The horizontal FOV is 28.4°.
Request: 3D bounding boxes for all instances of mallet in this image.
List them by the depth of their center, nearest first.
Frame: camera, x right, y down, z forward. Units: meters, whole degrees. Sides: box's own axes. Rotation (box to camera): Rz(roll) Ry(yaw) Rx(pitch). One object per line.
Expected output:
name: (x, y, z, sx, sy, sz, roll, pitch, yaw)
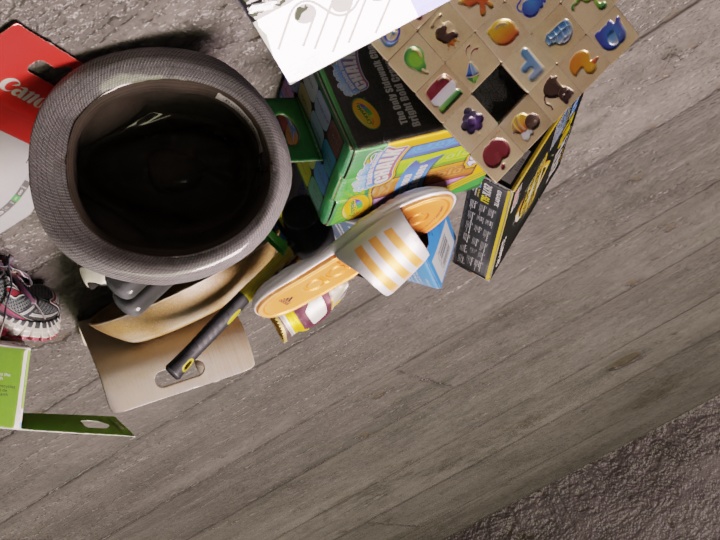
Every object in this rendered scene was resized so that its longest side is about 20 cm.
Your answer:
mallet: (-0.095, 0.023, 1.266, 0.200, 0.041, 0.066, -50, 151, -8)

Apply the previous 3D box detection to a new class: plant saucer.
plant saucer: (-0.159, 0.020, 1.337, 0.199, 0.036, 0.200, -25, -171, 4)

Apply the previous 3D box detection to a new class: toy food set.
toy food set: (-0.195, 0.076, 1.404, 0.142, 0.061, 0.200, -18, -161, -13)

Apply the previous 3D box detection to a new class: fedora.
fedora: (-0.156, -0.079, 1.103, 0.198, 0.179, 0.090, -7, -178, -12)

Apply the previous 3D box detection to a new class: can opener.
can opener: (-0.142, -0.051, 1.189, 0.200, 0.067, 0.054, -44, 153, -20)

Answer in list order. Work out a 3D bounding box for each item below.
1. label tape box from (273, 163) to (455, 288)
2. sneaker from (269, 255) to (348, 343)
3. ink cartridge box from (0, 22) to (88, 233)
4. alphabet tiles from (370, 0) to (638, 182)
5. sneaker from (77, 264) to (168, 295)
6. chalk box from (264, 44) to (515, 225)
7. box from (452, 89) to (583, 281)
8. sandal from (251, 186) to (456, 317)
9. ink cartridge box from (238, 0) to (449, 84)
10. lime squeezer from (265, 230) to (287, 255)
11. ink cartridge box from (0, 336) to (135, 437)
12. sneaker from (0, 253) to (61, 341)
label tape box: (-0.017, -0.054, 1.370, 0.198, 0.064, 0.144, 15, 165, 15)
sneaker: (-0.055, 0.014, 1.395, 0.090, 0.075, 0.200, -29, -165, -1)
ink cartridge box: (-0.283, -0.090, 1.074, 0.199, 0.050, 0.161, -28, 158, 16)
alphabet tiles: (0.122, -0.198, 1.108, 0.200, 0.167, 0.008, -45, -161, -2)
sneaker: (-0.168, -0.022, 1.269, 0.198, 0.089, 0.075, -3, 175, -35)
chalk box: (0.007, -0.127, 1.180, 0.198, 0.126, 0.124, -14, 156, -20)
box: (0.154, -0.100, 1.381, 0.160, 0.049, 0.200, -58, 169, -22)
sandal: (0.003, 0.002, 1.219, 0.206, 0.060, 0.079, -33, 157, 16)
ink cartridge box: (0.011, -0.223, 1.030, 0.199, 0.044, 0.094, -27, 135, 7)
lime squeezer: (-0.153, -0.073, 1.226, 0.198, 0.071, 0.038, 18, 165, -16)
ink cartridge box: (-0.308, 0.100, 1.286, 0.198, 0.077, 0.148, 6, 179, -17)
sneaker: (-0.321, 0.019, 1.256, 0.080, 0.075, 0.200, 15, 180, 17)
